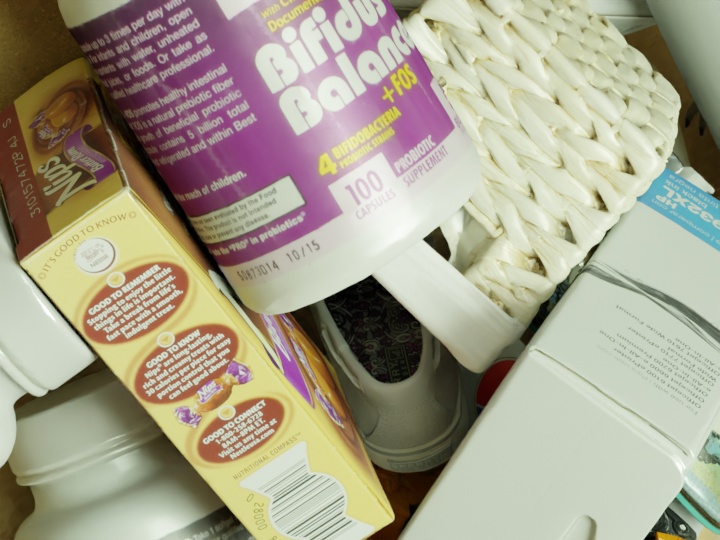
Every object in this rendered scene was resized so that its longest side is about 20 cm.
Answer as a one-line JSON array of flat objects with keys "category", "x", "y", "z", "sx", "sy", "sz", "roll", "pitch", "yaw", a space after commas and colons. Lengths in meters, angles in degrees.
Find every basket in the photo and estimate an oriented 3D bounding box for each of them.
[{"category": "basket", "x": 0.058, "y": -0.060, "z": 1.266, "sx": 0.136, "sy": 0.123, "sz": 0.200, "roll": 44, "pitch": 15, "yaw": -2}]

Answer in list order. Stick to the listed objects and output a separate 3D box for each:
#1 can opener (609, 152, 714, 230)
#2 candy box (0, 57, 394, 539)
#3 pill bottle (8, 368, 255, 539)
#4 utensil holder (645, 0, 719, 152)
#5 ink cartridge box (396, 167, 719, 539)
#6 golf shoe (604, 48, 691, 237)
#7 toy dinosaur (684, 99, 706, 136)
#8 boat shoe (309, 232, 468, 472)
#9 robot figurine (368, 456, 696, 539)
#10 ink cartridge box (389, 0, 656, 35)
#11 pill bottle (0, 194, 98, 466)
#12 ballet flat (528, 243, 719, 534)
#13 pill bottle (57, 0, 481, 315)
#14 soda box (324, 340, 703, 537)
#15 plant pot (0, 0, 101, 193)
[{"category": "can opener", "x": 0.137, "y": -0.036, "z": 1.413, "sx": 0.053, "sy": 0.200, "sz": 0.066, "roll": -41, "pitch": 141, "yaw": -2}, {"category": "candy box", "x": -0.069, "y": 0.021, "z": 1.167, "sx": 0.056, "sy": 0.117, "sz": 0.200, "roll": -35, "pitch": 123, "yaw": 7}, {"category": "pill bottle", "x": -0.085, "y": 0.143, "z": 1.250, "sx": 0.111, "sy": 0.111, "sz": 0.200, "roll": -25, "pitch": 96, "yaw": -36}, {"category": "utensil holder", "x": 0.244, "y": -0.101, "z": 1.397, "sx": 0.170, "sy": 0.170, "sz": 0.200, "roll": -32, "pitch": 97, "yaw": -36}, {"category": "ink cartridge box", "x": 0.101, "y": 0.064, "z": 1.242, "sx": 0.084, "sy": 0.145, "sz": 0.200, "roll": 35, "pitch": 32, "yaw": 4}, {"category": "golf shoe", "x": 0.160, "y": -0.023, "z": 1.469, "sx": 0.078, "sy": 0.097, "sz": 0.201, "roll": -3, "pitch": 81, "yaw": -35}, {"category": "toy dinosaur", "x": 0.211, "y": -0.081, "z": 1.534, "sx": 0.101, "sy": 0.058, "sz": 0.201, "roll": 29, "pitch": 62, "yaw": -70}, {"category": "boat shoe", "x": 0.000, "y": 0.000, "z": 1.313, "sx": 0.069, "sy": 0.072, "sz": 0.200, "roll": 76, "pitch": 3, "yaw": -48}, {"category": "robot figurine", "x": 0.079, "y": 0.147, "z": 1.312, "sx": 0.200, "sy": 0.058, "sz": 0.145, "roll": 17, "pitch": 46, "yaw": -25}, {"category": "ink cartridge box", "x": 0.049, "y": -0.190, "z": 1.429, "sx": 0.200, "sy": 0.083, "sz": 0.147, "roll": -1, "pitch": 82, "yaw": -37}, {"category": "pill bottle", "x": -0.205, "y": 0.055, "z": 1.122, "sx": 0.200, "sy": 0.111, "sz": 0.111, "roll": -34, "pitch": 104, "yaw": 4}, {"category": "ballet flat", "x": 0.133, "y": 0.037, "z": 1.404, "sx": 0.200, "sy": 0.074, "sz": 0.074, "roll": 47, "pitch": 54, "yaw": 11}, {"category": "pill bottle", "x": -0.047, "y": -0.093, "z": 1.109, "sx": 0.112, "sy": 0.112, "sz": 0.200, "roll": -40, "pitch": 104, "yaw": -34}, {"category": "soda box", "x": 0.073, "y": 0.088, "z": 1.400, "sx": 0.200, "sy": 0.068, "sz": 0.064, "roll": 43, "pitch": 60, "yaw": -21}, {"category": "plant pot", "x": -0.114, "y": -0.087, "z": 1.249, "sx": 0.186, "sy": 0.186, "sz": 0.200, "roll": -33, "pitch": 112, "yaw": -35}]
